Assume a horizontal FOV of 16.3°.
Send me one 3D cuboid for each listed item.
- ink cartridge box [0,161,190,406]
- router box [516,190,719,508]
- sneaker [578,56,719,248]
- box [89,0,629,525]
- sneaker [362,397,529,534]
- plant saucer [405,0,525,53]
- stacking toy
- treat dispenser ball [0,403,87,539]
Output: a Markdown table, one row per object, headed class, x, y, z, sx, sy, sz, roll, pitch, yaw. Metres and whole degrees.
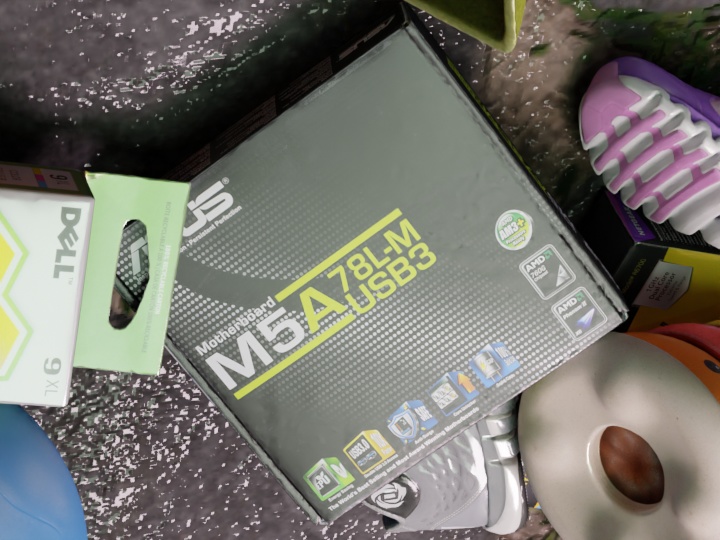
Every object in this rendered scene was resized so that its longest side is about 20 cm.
| class | x | y | z | sx | sy | sz | roll | pitch | yaw |
| --- | --- | --- | --- | --- | --- | --- | --- | --- | --- |
| ink cartridge box | -0.179 | 0.004 | 1.177 | 0.199 | 0.059 | 0.104 | 5 | 105 | -16 |
| router box | 0.161 | 0.053 | 1.431 | 0.149 | 0.051 | 0.200 | 8 | 127 | -28 |
| sneaker | 0.202 | -0.060 | 1.333 | 0.200 | 0.089 | 0.080 | 32 | 149 | -20 |
| box | 0.000 | 0.000 | 1.259 | 0.200 | 0.048 | 0.193 | -34 | 111 | 10 |
| sneaker | 0.024 | 0.061 | 1.350 | 0.115 | 0.075 | 0.201 | -8 | 114 | 1 |
| plant saucer | 0.000 | -0.214 | 1.030 | 0.048 | 0.200 | 0.200 | -39 | 144 | -29 |
| stacking toy | 0.193 | 0.069 | 1.342 | 0.200 | 0.146 | 0.146 | -29 | 146 | -41 |
| treat dispenser ball | -0.233 | 0.142 | 1.228 | 0.200 | 0.201 | 0.201 | -13 | 135 | -13 |
